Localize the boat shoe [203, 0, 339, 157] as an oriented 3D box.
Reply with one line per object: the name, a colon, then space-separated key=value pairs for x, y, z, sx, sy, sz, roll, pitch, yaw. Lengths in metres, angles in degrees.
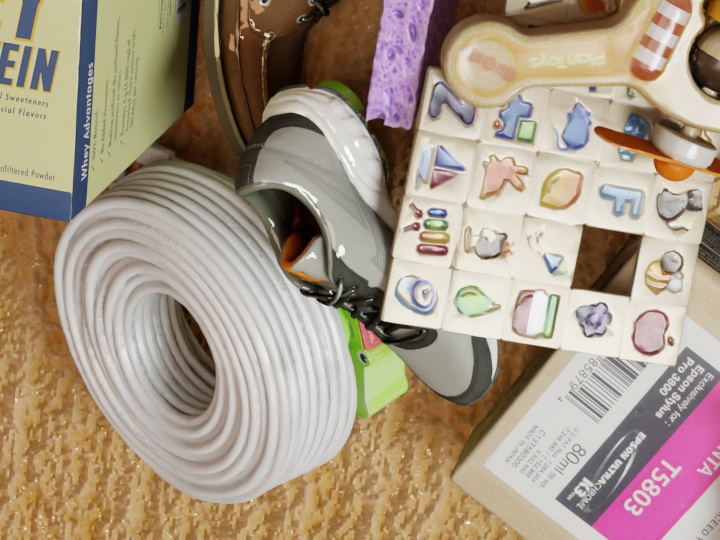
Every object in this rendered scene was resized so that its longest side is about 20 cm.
boat shoe: x=-0.046 y=-0.157 z=1.307 sx=0.067 sy=0.072 sz=0.202 roll=2 pitch=112 yaw=16

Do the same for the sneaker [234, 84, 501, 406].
sneaker: x=0.000 y=0.000 z=1.265 sx=0.074 sy=0.080 sz=0.201 roll=-15 pitch=120 yaw=47

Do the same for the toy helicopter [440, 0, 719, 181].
toy helicopter: x=0.140 y=-0.102 z=1.209 sx=0.198 sy=0.079 sz=0.133 roll=-4 pitch=111 yaw=-1

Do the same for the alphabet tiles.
alphabet tiles: x=0.107 y=-0.059 z=1.239 sx=0.166 sy=0.008 sz=0.202 roll=9 pitch=98 yaw=-13

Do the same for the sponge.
sponge: x=0.041 y=-0.186 z=1.250 sx=0.030 sy=0.112 sz=0.202 roll=13 pitch=114 yaw=8

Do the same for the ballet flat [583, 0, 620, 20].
ballet flat: x=0.122 y=-0.186 z=1.261 sx=0.071 sy=0.072 sz=0.202 roll=0 pitch=111 yaw=15

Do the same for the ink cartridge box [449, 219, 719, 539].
ink cartridge box: x=0.174 y=0.086 z=1.341 sx=0.164 sy=0.075 sz=0.200 roll=37 pitch=115 yaw=0

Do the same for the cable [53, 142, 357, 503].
cable: x=-0.091 y=0.036 z=1.358 sx=0.199 sy=0.069 sz=0.202 roll=17 pitch=124 yaw=42

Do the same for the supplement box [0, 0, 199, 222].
supplement box: x=-0.176 y=-0.161 z=1.271 sx=0.133 sy=0.200 sz=0.202 roll=10 pitch=113 yaw=12

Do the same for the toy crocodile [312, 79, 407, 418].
toy crocodile: x=-0.005 y=-0.011 z=1.345 sx=0.061 sy=0.067 sz=0.202 roll=11 pitch=119 yaw=45
